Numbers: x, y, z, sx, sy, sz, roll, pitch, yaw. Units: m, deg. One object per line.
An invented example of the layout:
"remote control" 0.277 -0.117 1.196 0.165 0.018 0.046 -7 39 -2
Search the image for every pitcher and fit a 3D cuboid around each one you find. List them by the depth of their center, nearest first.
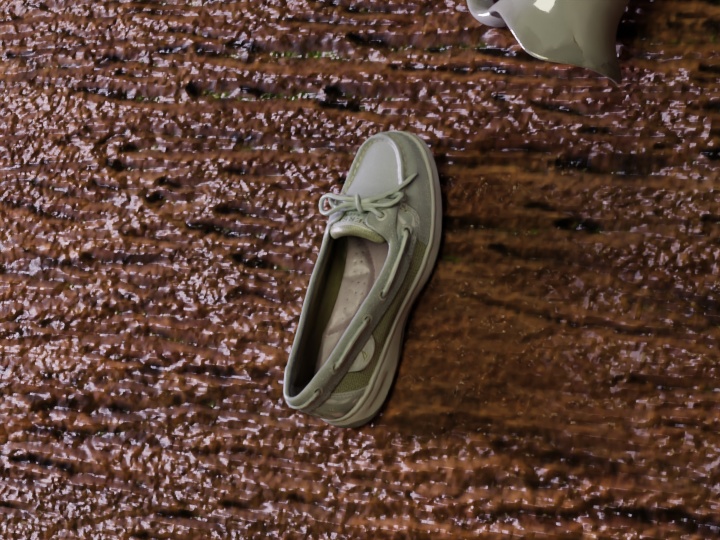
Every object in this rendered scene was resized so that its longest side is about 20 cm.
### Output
"pitcher" 0.139 -0.237 1.275 0.172 0.121 0.201 35 108 56

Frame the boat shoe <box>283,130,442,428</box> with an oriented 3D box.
"boat shoe" -0.001 0.001 1.321 0.074 0.065 0.203 11 81 40
